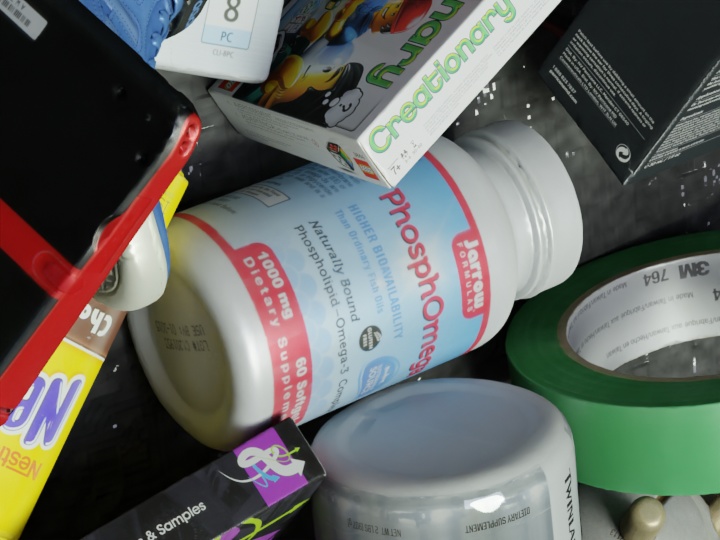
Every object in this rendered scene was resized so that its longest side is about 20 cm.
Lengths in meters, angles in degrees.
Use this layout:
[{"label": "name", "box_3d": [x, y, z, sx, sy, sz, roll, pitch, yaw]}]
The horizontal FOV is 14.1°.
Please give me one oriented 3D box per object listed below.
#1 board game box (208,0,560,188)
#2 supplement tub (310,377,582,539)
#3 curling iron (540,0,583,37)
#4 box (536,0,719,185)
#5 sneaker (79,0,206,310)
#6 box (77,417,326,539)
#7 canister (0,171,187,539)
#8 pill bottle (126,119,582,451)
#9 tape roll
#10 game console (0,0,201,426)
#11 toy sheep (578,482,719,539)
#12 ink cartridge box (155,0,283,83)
[{"label": "board game box", "box_3d": [0.036, -0.129, 1.310, 0.200, 0.126, 0.035, -49, 124, -15]}, {"label": "supplement tub", "box_3d": [0.044, 0.161, 1.328, 0.122, 0.122, 0.201, -21, 116, -29]}, {"label": "curling iron", "box_3d": [0.104, -0.110, 1.428, 0.199, 0.026, 0.050, 10, 118, -41]}, {"label": "box", "box_3d": [0.200, -0.135, 1.390, 0.199, 0.079, 0.141, -22, 159, -41]}, {"label": "sneaker", "box_3d": [-0.092, -0.089, 1.177, 0.111, 0.077, 0.201, -18, 80, -33]}, {"label": "box", "box_3d": [-0.118, 0.147, 1.277, 0.199, 0.143, 0.036, -28, 77, -25]}, {"label": "canister", "box_3d": [-0.174, 0.019, 1.231, 0.148, 0.086, 0.201, 29, 84, -35]}, {"label": "pill bottle", "box_3d": [0.000, 0.000, 1.331, 0.199, 0.109, 0.109, -22, 114, -28]}, {"label": "tape roll", "box_3d": [0.171, 0.041, 1.403, 0.200, 0.200, 0.048, -24, 116, -28]}, {"label": "game console", "box_3d": [-0.176, -0.052, 1.134, 0.177, 0.200, 0.031, -52, 164, 13]}, {"label": "toy sheep", "box_3d": [0.127, 0.143, 1.431, 0.138, 0.138, 0.200, -43, 162, -18]}, {"label": "ink cartridge box", "box_3d": [-0.095, -0.190, 1.251, 0.159, 0.047, 0.201, 6, 101, -35]}]
